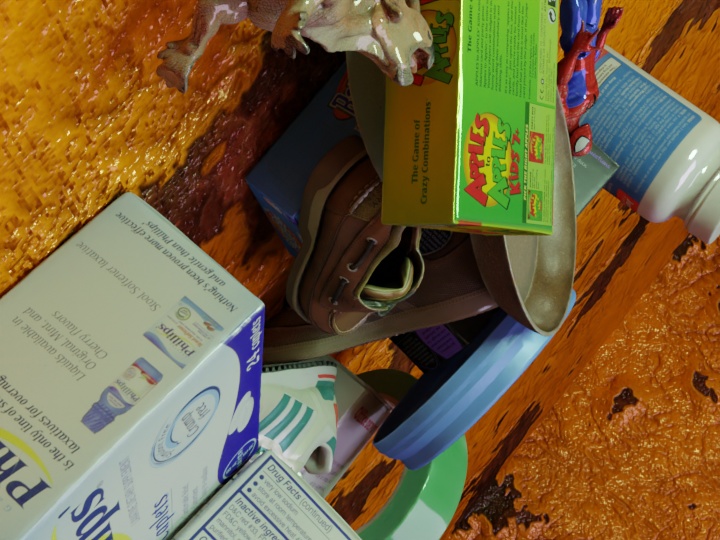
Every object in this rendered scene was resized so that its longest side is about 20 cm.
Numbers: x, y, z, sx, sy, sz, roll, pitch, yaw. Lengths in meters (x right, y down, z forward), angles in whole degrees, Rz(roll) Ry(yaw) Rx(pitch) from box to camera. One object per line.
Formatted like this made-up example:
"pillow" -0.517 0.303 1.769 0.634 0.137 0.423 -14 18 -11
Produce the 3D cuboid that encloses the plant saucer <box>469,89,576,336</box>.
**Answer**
"plant saucer" 0.109 -0.055 0.950 0.200 0.034 0.203 -3 90 -68

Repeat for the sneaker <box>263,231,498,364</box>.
"sneaker" 0.005 0.014 0.997 0.198 0.076 0.070 -15 178 20

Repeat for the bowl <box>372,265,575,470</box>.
"bowl" 0.090 0.074 1.075 0.201 0.039 0.201 -47 180 0

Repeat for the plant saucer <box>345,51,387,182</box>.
"plant saucer" 0.061 -0.125 0.795 0.199 0.027 0.203 -3 94 -54

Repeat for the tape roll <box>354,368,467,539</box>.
"tape roll" 0.000 0.183 1.209 0.201 0.200 0.048 -51 125 -4

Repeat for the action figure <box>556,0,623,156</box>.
"action figure" 0.162 -0.177 1.015 0.065 0.051 0.202 -41 139 -48

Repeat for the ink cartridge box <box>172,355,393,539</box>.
"ink cartridge box" -0.073 0.160 1.129 0.201 0.086 0.147 -53 165 -6

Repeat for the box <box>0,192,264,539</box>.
"box" -0.152 0.095 0.733 0.200 0.105 0.185 -44 162 -26

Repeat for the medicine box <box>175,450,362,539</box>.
"medicine box" -0.108 0.231 0.842 0.200 0.103 0.182 -43 177 -30

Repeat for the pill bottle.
"pill bottle" 0.267 -0.116 1.293 0.112 0.199 0.113 -46 163 -19

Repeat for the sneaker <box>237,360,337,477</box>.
"sneaker" -0.072 0.116 0.968 0.070 0.095 0.199 -10 175 28

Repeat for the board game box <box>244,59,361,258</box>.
"board game box" 0.017 -0.097 0.909 0.200 0.045 0.152 -50 164 -8

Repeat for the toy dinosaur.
"toy dinosaur" -0.027 -0.159 0.605 0.136 0.085 0.201 -53 151 -38

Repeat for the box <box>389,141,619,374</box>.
"box" 0.091 -0.034 1.099 0.200 0.106 0.122 -47 180 -21

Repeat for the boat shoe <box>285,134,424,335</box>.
"boat shoe" 0.000 0.000 0.866 0.072 0.068 0.200 -44 162 -18

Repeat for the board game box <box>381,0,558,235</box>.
"board game box" 0.061 -0.122 0.733 0.101 0.047 0.203 3 88 -52
